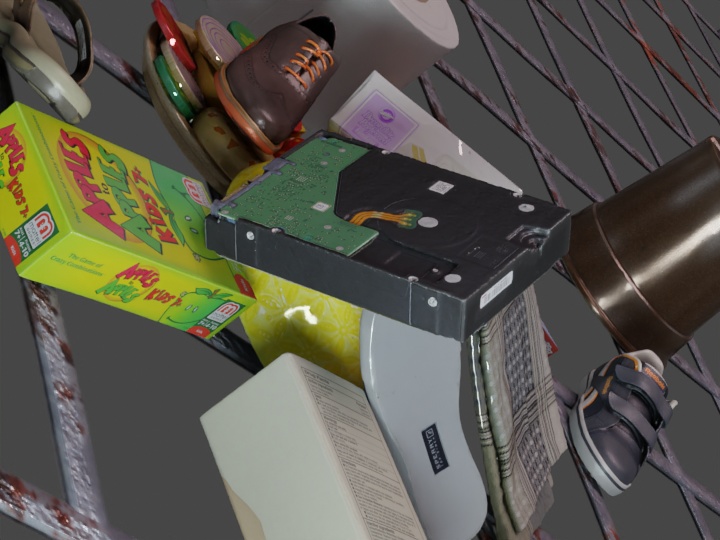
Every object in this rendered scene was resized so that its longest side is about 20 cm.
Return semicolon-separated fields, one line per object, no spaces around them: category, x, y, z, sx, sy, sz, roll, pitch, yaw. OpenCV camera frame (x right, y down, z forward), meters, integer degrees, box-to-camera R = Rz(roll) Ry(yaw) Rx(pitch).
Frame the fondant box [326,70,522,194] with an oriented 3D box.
fondant box;0.038;-0.046;1.668;0.144;0.058;0.200;40;-21;11

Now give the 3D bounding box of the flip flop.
flip flop;-0.204;-0.154;1.440;0.081;0.058;0.200;42;4;-27

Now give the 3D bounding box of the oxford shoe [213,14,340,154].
oxford shoe;-0.058;-0.148;1.647;0.071;0.072;0.200;48;19;-16

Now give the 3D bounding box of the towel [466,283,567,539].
towel;0.125;0.106;1.724;0.193;0.034;0.201;-45;127;-72

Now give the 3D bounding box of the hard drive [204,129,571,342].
hard drive;0.018;-0.025;1.422;0.199;0.038;0.140;20;35;27

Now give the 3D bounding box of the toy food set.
toy food set;-0.098;-0.121;1.695;0.199;0.049;0.200;57;19;10

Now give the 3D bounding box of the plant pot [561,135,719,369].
plant pot;0.343;-0.029;2.365;0.200;0.198;0.201;45;20;-22

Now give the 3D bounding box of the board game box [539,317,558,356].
board game box;0.106;-0.022;1.909;0.201;0.019;0.103;62;6;37

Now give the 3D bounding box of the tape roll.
tape roll;-0.027;-0.236;1.928;0.203;0.139;0.203;47;19;-21

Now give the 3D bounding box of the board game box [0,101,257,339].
board game box;-0.154;-0.028;1.396;0.200;0.048;0.102;23;35;-57

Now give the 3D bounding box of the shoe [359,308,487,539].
shoe;0.024;0.087;1.478;0.091;0.071;0.201;25;-45;56

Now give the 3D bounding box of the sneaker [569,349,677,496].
sneaker;0.244;0.130;2.035;0.079;0.079;0.200;49;21;-15

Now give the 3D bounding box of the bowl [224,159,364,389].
bowl;0.000;0.000;1.554;0.200;0.107;0.201;45;33;-40

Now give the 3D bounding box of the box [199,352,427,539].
box;-0.016;0.160;1.350;0.095;0.078;0.201;30;30;-51
